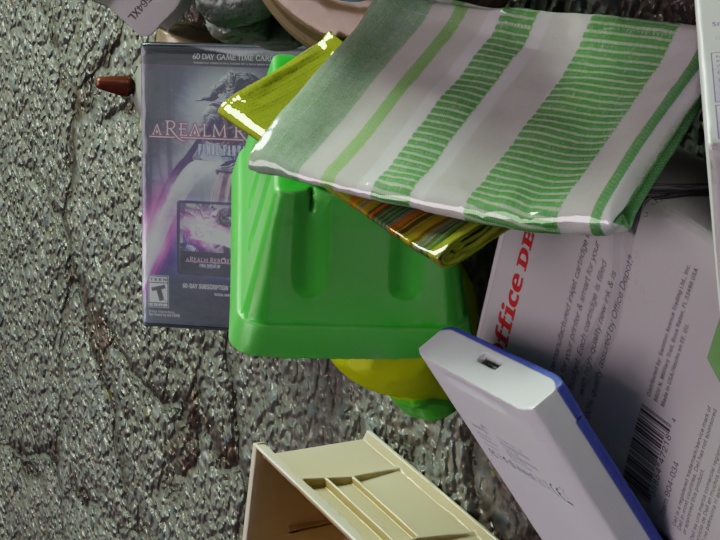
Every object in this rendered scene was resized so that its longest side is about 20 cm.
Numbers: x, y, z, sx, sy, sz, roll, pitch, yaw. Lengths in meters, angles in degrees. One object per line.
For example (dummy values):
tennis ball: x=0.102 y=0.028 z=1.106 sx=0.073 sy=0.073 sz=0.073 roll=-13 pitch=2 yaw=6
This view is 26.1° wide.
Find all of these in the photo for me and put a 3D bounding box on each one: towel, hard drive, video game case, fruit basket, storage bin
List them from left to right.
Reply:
video game case: x=-0.085 y=-0.057 z=1.089 sx=0.019 sy=0.141 sz=0.202 roll=-43 pitch=-45 yaw=-74
fruit basket: x=0.000 y=0.000 z=0.908 sx=0.216 sy=0.154 sz=0.218 roll=-178 pitch=90 yaw=-85
storage bin: x=0.005 y=0.241 z=1.012 sx=0.198 sy=0.093 sz=0.202 roll=35 pitch=123 yaw=50
towel: x=0.012 y=-0.067 z=0.793 sx=0.200 sy=0.086 sz=0.018 roll=36 pitch=149 yaw=43
towel: x=0.063 y=-0.083 z=0.761 sx=0.198 sy=0.153 sz=0.024 roll=15 pitch=141 yaw=29
hard drive: x=0.112 y=0.123 z=0.770 sx=0.201 sy=0.025 sz=0.132 roll=56 pitch=168 yaw=-19

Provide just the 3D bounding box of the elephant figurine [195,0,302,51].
elephant figurine: x=-0.048 y=-0.252 z=0.986 sx=0.153 sy=0.141 sz=0.203 roll=-3 pitch=83 yaw=13

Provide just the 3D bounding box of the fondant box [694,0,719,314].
fondant box: x=0.163 y=-0.060 z=0.611 sx=0.201 sy=0.058 sz=0.145 roll=-83 pitch=-18 yaw=-45

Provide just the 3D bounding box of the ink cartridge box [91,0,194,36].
ink cartridge box: x=-0.172 y=-0.287 z=1.144 sx=0.129 sy=0.125 sz=0.201 roll=-44 pitch=56 yaw=24

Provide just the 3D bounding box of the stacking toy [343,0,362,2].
stacking toy: x=-0.020 y=-0.184 z=0.750 sx=0.200 sy=0.115 sz=0.111 roll=-125 pitch=43 yaw=-72

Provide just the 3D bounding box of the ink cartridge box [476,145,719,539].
ink cartridge box: x=0.154 y=0.031 z=0.754 sx=0.200 sy=0.083 sz=0.147 roll=41 pitch=127 yaw=46

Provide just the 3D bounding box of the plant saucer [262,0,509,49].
plant saucer: x=0.008 y=-0.213 z=0.867 sx=0.198 sy=0.029 sz=0.203 roll=5 pitch=100 yaw=28

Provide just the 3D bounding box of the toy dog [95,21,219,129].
toy dog: x=-0.130 y=-0.118 z=1.163 sx=0.199 sy=0.095 sz=0.134 roll=15 pitch=108 yaw=56
